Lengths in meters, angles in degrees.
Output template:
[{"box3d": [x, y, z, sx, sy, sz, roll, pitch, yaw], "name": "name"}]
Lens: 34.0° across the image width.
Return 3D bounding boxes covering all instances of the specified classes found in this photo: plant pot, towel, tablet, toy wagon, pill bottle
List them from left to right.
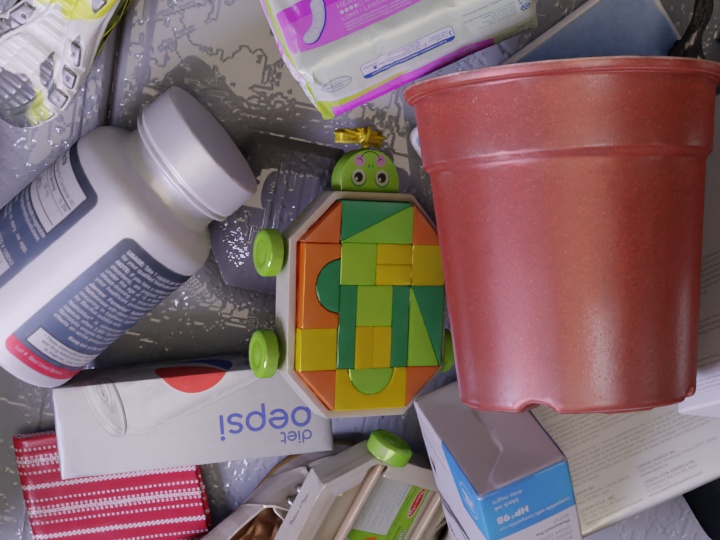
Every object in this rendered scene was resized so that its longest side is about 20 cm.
[{"box3d": [-0.171, -0.026, 0.803, 0.199, 0.120, 0.120, -38, 107, 10], "name": "pill bottle"}, {"box3d": [-0.186, 0.211, 0.937, 0.142, 0.023, 0.203, -8, 109, 0], "name": "towel"}, {"box3d": [0.000, 0.000, 0.828, 0.153, 0.039, 0.204, 1, 94, -28], "name": "toy wagon"}, {"box3d": [0.030, 0.207, 0.907, 0.198, 0.040, 0.157, 21, 103, -35], "name": "toy wagon"}, {"box3d": [0.148, -0.104, 0.845, 0.199, 0.014, 0.131, -35, 107, 9], "name": "tablet"}, {"box3d": [0.129, -0.018, 0.733, 0.197, 0.201, 0.199, -3, 90, -1], "name": "plant pot"}]

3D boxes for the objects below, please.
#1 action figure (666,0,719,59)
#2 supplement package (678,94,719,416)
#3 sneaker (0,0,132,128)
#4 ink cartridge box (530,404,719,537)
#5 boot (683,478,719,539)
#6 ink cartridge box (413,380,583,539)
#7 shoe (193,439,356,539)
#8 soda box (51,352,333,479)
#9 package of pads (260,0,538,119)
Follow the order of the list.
[{"box3d": [0.259, -0.226, 0.760, 0.117, 0.102, 0.203, 0, 110, -18], "name": "action figure"}, {"box3d": [0.302, -0.013, 0.752, 0.148, 0.152, 0.204, 7, 74, -15], "name": "supplement package"}, {"box3d": [-0.185, -0.172, 0.777, 0.074, 0.085, 0.200, 43, 124, -8], "name": "sneaker"}, {"box3d": [0.182, 0.064, 0.835, 0.160, 0.050, 0.203, -22, 80, -3], "name": "ink cartridge box"}, {"box3d": [0.206, 0.131, 0.895, 0.165, 0.076, 0.203, -13, 103, -2], "name": "boot"}, {"box3d": [0.106, 0.185, 0.830, 0.066, 0.116, 0.202, -22, 122, -9], "name": "ink cartridge box"}, {"box3d": [-0.073, 0.206, 0.910, 0.199, 0.053, 0.070, -36, 112, -3], "name": "shoe"}, {"box3d": [-0.121, 0.102, 0.862, 0.196, 0.063, 0.070, -5, 97, -7], "name": "soda box"}, {"box3d": [0.002, -0.210, 0.725, 0.152, 0.068, 0.203, -22, 70, 5], "name": "package of pads"}]
